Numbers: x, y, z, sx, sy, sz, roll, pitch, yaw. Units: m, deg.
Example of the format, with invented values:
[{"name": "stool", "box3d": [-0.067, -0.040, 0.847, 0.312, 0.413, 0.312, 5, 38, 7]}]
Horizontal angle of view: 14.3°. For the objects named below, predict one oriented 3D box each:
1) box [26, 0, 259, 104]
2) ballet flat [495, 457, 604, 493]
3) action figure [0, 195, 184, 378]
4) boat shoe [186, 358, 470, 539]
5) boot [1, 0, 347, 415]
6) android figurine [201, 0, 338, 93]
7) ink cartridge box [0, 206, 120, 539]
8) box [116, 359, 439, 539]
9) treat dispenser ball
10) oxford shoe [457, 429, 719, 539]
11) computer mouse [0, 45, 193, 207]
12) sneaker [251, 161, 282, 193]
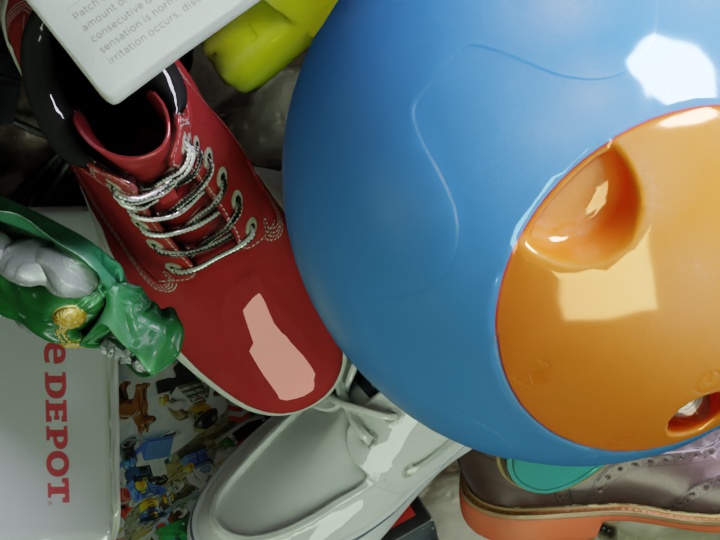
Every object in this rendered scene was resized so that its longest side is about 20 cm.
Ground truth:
[{"name": "box", "box3d": [-0.091, -0.181, 0.924, 0.106, 0.152, 0.200, -33, 106, 17]}, {"name": "ballet flat", "box3d": [0.115, 0.006, 1.220, 0.068, 0.063, 0.200, 21, 118, -18]}, {"name": "action figure", "box3d": [-0.155, -0.010, 1.050, 0.199, 0.055, 0.118, 22, 162, 11]}, {"name": "boat shoe", "box3d": [0.011, 0.051, 1.140, 0.200, 0.074, 0.065, -38, 150, -15]}, {"name": "boot", "box3d": [-0.064, -0.018, 1.039, 0.072, 0.144, 0.200, -33, 106, -1]}, {"name": "android figurine", "box3d": [0.040, -0.122, 1.064, 0.182, 0.041, 0.200, 33, 117, -33]}, {"name": "ink cartridge box", "box3d": [-0.197, 0.055, 1.131, 0.199, 0.146, 0.083, 0, 154, -8]}, {"name": "box", "box3d": [-0.085, 0.107, 1.184, 0.199, 0.137, 0.038, -29, 148, -8]}, {"name": "treat dispenser ball", "box3d": [0.073, -0.033, 0.987, 0.200, 0.201, 0.202, -6, 131, -7]}, {"name": "oxford shoe", "box3d": [0.141, 0.071, 1.282, 0.199, 0.071, 0.073, -10, 126, -3]}, {"name": "computer mouse", "box3d": [-0.159, -0.082, 1.102, 0.199, 0.046, 0.140, 26, 121, -29]}, {"name": "sneaker", "box3d": [0.000, 0.000, 1.176, 0.199, 0.090, 0.070, -3, 131, -8]}]
